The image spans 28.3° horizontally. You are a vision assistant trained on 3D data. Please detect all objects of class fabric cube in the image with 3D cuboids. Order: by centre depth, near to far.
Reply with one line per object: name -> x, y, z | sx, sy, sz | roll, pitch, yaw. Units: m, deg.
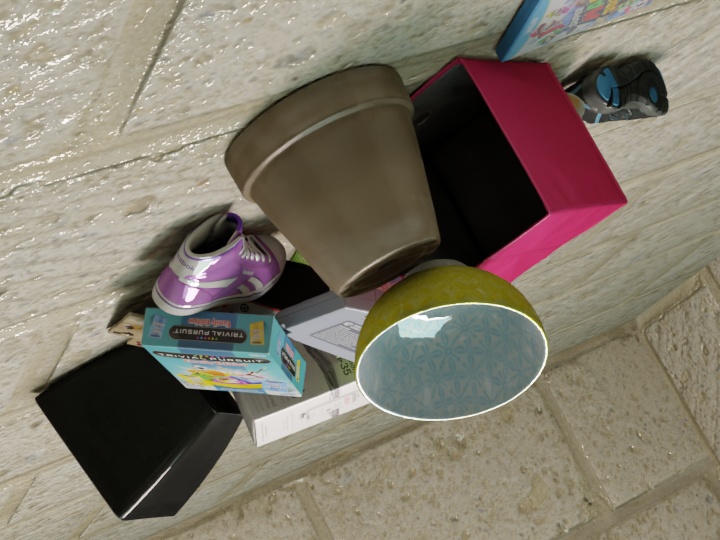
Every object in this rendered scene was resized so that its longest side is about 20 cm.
fabric cube -> 0.137, -0.100, 1.582 | 0.200, 0.197, 0.199 | -37, 166, 32

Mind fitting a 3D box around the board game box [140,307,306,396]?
board game box -> -0.157, 0.099, 1.679 | 0.149, 0.047, 0.200 | 3, 162, 10

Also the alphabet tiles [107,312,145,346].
alphabet tiles -> -0.199, 0.083, 1.735 | 0.198, 0.006, 0.166 | 13, 161, -21

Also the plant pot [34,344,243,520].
plant pot -> -0.272, 0.194, 1.890 | 0.177, 0.200, 0.200 | -40, 165, 5

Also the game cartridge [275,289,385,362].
game cartridge -> 0.013, 0.068, 1.692 | 0.133, 0.042, 0.199 | -25, 147, 34

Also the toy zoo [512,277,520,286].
toy zoo -> 0.180, -0.053, 1.831 | 0.020, 0.132, 0.200 | -5, -143, 41

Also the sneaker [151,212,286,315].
sneaker -> -0.135, -0.021, 1.601 | 0.200, 0.073, 0.115 | -27, 155, -52

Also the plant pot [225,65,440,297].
plant pot -> -0.009, -0.076, 1.421 | 0.199, 0.175, 0.200 | -27, 168, -6

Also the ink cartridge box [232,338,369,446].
ink cartridge box -> -0.075, 0.122, 1.888 | 0.198, 0.147, 0.083 | -20, 151, -14

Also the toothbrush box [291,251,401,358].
toothbrush box -> 0.000, 0.000, 1.783 | 0.085, 0.147, 0.200 | -20, 166, -26

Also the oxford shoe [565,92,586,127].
oxford shoe -> 0.228, -0.182, 1.730 | 0.074, 0.058, 0.200 | -2, 180, -8

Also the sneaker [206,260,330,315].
sneaker -> -0.141, 0.037, 1.733 | 0.199, 0.068, 0.108 | -5, 163, -11

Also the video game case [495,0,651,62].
video game case -> 0.245, -0.288, 1.483 | 0.199, 0.018, 0.143 | -23, 166, -20

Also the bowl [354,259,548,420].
bowl -> 0.087, 0.054, 1.461 | 0.198, 0.108, 0.201 | -4, 140, -3

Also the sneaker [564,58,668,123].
sneaker -> 0.321, -0.224, 1.803 | 0.081, 0.074, 0.199 | -18, 171, 40
